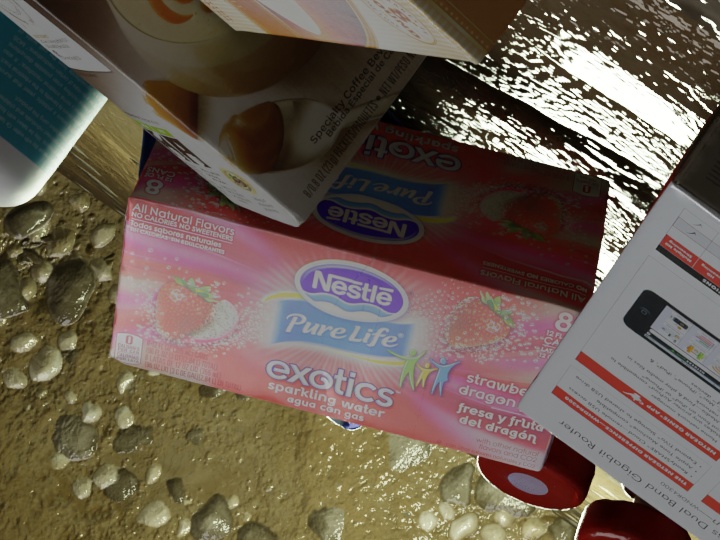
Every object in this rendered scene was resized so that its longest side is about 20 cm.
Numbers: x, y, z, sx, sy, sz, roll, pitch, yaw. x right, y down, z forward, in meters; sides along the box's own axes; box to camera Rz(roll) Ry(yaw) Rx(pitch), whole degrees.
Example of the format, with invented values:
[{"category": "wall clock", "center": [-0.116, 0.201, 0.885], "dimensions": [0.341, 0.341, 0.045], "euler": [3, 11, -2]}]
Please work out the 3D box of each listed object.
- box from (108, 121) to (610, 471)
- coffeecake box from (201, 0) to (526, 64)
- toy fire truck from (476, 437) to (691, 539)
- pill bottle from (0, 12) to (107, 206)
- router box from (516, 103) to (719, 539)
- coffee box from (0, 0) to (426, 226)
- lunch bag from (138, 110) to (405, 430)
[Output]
[{"category": "box", "center": [0.000, 0.000, 0.857], "dimensions": [0.199, 0.103, 0.095], "euler": [15, 129, 3]}, {"category": "coffeecake box", "center": [-0.038, -0.142, 0.589], "dimensions": [0.153, 0.073, 0.200], "euler": [40, 172, -24]}, {"category": "toy fire truck", "center": [0.170, 0.086, 1.075], "dimensions": [0.200, 0.113, 0.168], "euler": [38, 149, -24]}, {"category": "pill bottle", "center": [-0.182, -0.111, 1.006], "dimensions": [0.111, 0.200, 0.111], "euler": [35, 173, 5]}, {"category": "router box", "center": [0.171, 0.053, 0.694], "dimensions": [0.200, 0.049, 0.180], "euler": [36, 150, 6]}, {"category": "coffee box", "center": [-0.074, -0.123, 0.732], "dimensions": [0.200, 0.115, 0.080], "euler": [39, 173, -25]}, {"category": "lunch bag", "center": [-0.031, -0.045, 1.045], "dimensions": [0.170, 0.127, 0.201], "euler": [42, -160, -43]}]
